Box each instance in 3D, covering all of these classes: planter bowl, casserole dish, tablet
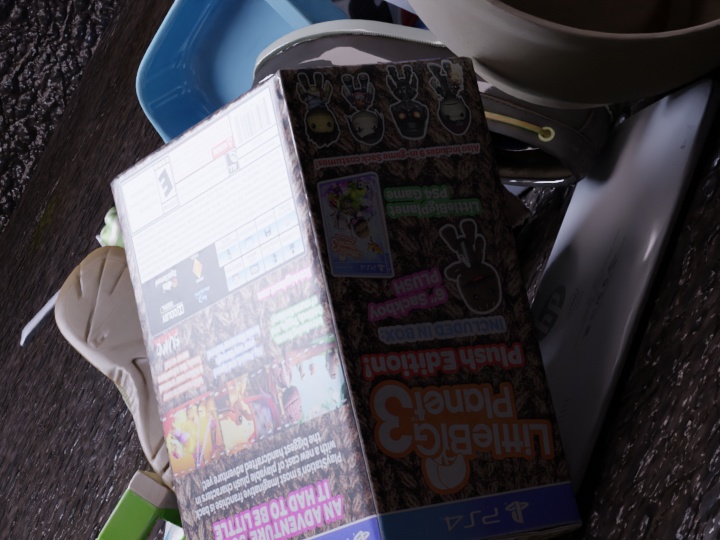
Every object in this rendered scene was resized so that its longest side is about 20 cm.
[{"bbox_3d":[0.096,-0.150,1.210,0.135,0.200,0.201,100,-171,-63],"label":"planter bowl"},{"bbox_3d":[-0.048,-0.095,1.471,0.039,0.121,0.200,-45,-2,-28],"label":"casserole dish"},{"bbox_3d":[0.095,0.017,1.236,0.200,0.014,0.130,-68,14,-18],"label":"tablet"}]

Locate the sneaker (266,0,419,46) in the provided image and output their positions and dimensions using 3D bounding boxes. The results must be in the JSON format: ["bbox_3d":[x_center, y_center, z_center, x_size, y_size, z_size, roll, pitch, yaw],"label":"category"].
[{"bbox_3d":[-0.004,-0.107,1.511,0.083,0.200,0.081,3,38,34],"label":"sneaker"}]

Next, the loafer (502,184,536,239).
[{"bbox_3d":[0.030,0.037,1.296,0.073,0.071,0.200,-41,-30,-46],"label":"loafer"}]

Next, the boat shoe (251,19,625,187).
[{"bbox_3d":[0.026,-0.072,1.320,0.201,0.072,0.061,1,55,35],"label":"boat shoe"}]

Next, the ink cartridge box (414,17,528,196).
[{"bbox_3d":[0.086,-0.142,1.438,0.136,0.076,0.200,-39,26,60],"label":"ink cartridge box"}]

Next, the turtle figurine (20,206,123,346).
[{"bbox_3d":[-0.099,-0.005,1.737,0.200,0.144,0.194,-41,22,50],"label":"turtle figurine"}]

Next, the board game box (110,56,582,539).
[{"bbox_3d":[-0.010,0.031,1.187,0.159,0.097,0.200,-26,74,56],"label":"board game box"}]

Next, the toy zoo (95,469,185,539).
[{"bbox_3d":[-0.132,0.192,1.397,0.200,0.020,0.131,-59,-16,0],"label":"toy zoo"}]

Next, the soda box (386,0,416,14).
[{"bbox_3d":[0.050,-0.154,1.317,0.064,0.200,0.068,129,163,-65],"label":"soda box"}]

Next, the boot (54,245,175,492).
[{"bbox_3d":[-0.054,0.081,1.412,0.073,0.155,0.200,-49,47,2],"label":"boot"}]

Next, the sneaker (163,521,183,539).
[{"bbox_3d":[-0.067,0.131,1.525,0.081,0.076,0.200,-39,36,53],"label":"sneaker"}]
